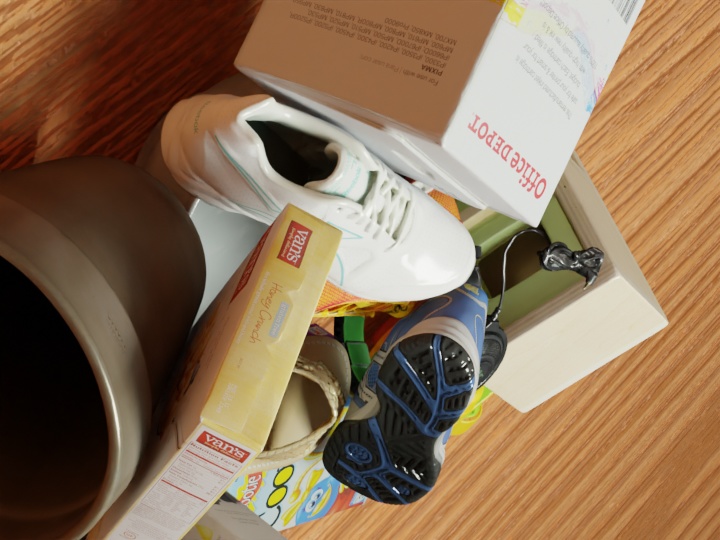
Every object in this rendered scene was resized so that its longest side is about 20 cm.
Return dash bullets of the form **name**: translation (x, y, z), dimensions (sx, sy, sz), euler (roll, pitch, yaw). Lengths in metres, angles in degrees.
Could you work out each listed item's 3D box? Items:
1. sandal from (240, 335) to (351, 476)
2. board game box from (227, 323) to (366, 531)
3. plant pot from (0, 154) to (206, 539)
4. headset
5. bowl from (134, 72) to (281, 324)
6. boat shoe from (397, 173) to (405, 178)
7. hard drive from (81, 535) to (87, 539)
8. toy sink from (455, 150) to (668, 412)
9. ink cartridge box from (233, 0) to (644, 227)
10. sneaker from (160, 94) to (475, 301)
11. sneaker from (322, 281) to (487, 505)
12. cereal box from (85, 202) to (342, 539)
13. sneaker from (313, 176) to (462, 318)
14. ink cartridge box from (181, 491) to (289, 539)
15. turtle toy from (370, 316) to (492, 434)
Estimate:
- **sandal**: translation (-0.048, 0.092, 1.096), dimensions (0.211, 0.070, 0.078), euler (-19, 101, -50)
- **board game box**: translation (-0.070, 0.114, 1.247), dimensions (0.200, 0.105, 0.103), euler (-7, 125, -57)
- **plant pot**: translation (-0.170, 0.023, 0.924), dimensions (0.174, 0.200, 0.200), euler (-47, 156, -54)
- **headset**: translation (0.069, 0.026, 1.205), dimensions (0.094, 0.124, 0.200), euler (3, 155, -46)
- **bowl**: translation (-0.077, -0.048, 1.081), dimensions (0.201, 0.090, 0.201), euler (-40, 148, -32)
- **boat shoe**: translation (0.024, -0.058, 1.204), dimensions (0.074, 0.060, 0.200), euler (-15, 160, -22)
- **hard drive**: translation (-0.211, 0.213, 1.084), dimensions (0.200, 0.140, 0.038), euler (-61, 152, 6)
- **toy sink**: translation (0.113, -0.022, 1.293), dimensions (0.130, 0.200, 0.112), euler (-32, 146, 15)
- **ink cartridge box**: translation (0.056, -0.151, 0.960), dimensions (0.200, 0.144, 0.145), euler (-65, 150, -5)
- **sneaker**: translation (-0.011, -0.036, 0.961), dimensions (0.200, 0.080, 0.071), euler (26, 73, -28)
- **sneaker**: translation (0.036, 0.083, 1.132), dimensions (0.200, 0.076, 0.077), euler (-56, -176, 49)
- **cereal box**: translation (-0.083, 0.072, 0.929), dimensions (0.200, 0.039, 0.144), euler (-50, -164, 49)
- **sneaker**: translation (0.000, 0.000, 1.058), dimensions (0.200, 0.073, 0.077), euler (-27, 96, -41)
- **ink cartridge box**: translation (-0.134, 0.180, 1.112), dimensions (0.115, 0.200, 0.068), euler (-60, 149, 5)
- **turtle toy**: translation (0.069, 0.070, 1.417), dimensions (0.200, 0.101, 0.146), euler (-34, 167, -40)
